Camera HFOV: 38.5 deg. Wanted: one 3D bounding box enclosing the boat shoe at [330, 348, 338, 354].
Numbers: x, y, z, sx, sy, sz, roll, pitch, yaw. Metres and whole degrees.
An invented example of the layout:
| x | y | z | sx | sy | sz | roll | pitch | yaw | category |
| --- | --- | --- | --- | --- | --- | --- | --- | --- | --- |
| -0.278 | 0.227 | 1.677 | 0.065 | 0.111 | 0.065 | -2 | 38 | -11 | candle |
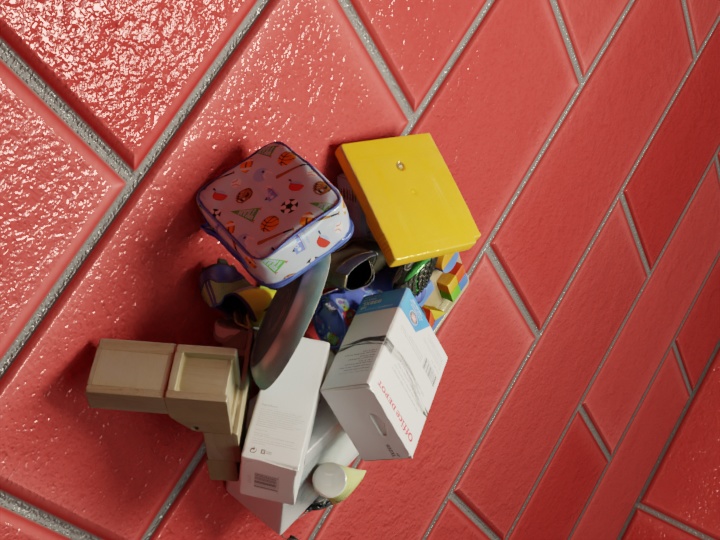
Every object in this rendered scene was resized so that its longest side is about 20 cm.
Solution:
| x | y | z | sx | sy | sz | roll | pitch | yaw | category |
| --- | --- | --- | --- | --- | --- | --- | --- | --- | --- |
| -0.011 | 0.171 | 1.635 | 0.065 | 0.072 | 0.201 | -20 | 137 | -16 | boat shoe |

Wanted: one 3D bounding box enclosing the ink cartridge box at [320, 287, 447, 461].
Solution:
| x | y | z | sx | sy | sz | roll | pitch | yaw | category |
| --- | --- | --- | --- | --- | --- | --- | --- | --- | --- |
| 0.037 | 0.147 | 1.459 | 0.145 | 0.083 | 0.200 | 61 | 35 | -29 | ink cartridge box |

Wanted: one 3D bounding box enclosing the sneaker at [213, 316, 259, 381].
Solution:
| x | y | z | sx | sy | sz | roll | pitch | yaw | category |
| --- | --- | --- | --- | --- | --- | --- | --- | --- | --- |
| -0.149 | 0.127 | 1.489 | 0.200 | 0.075 | 0.082 | 37 | 77 | -55 | sneaker |

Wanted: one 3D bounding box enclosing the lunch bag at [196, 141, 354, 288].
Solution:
| x | y | z | sx | sy | sz | roll | pitch | yaw | category |
| --- | --- | --- | --- | --- | --- | --- | --- | --- | --- |
| -0.116 | -0.072 | 1.321 | 0.160 | 0.200 | 0.076 | -38 | 136 | -11 | lunch bag |

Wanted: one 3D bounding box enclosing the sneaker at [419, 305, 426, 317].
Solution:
| x | y | z | sx | sy | sz | roll | pitch | yaw | category |
| --- | --- | --- | --- | --- | --- | --- | --- | --- | --- |
| 0.039 | 0.122 | 1.709 | 0.200 | 0.067 | 0.090 | -45 | 164 | 21 | sneaker |

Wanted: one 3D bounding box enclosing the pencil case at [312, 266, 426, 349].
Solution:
| x | y | z | sx | sy | sz | roll | pitch | yaw | category |
| --- | --- | --- | --- | --- | --- | --- | --- | --- | --- |
| 0.011 | 0.047 | 1.581 | 0.200 | 0.087 | 0.078 | -26 | 171 | -41 | pencil case |

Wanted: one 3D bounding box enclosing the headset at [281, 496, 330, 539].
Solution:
| x | y | z | sx | sy | sz | roll | pitch | yaw | category |
| --- | --- | --- | --- | --- | --- | --- | --- | --- | --- |
| -0.075 | 0.360 | 1.699 | 0.124 | 0.094 | 0.201 | 44 | 61 | -53 | headset |

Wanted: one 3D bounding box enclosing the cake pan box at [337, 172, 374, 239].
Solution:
| x | y | z | sx | sy | sz | roll | pitch | yaw | category |
| --- | --- | --- | --- | --- | --- | --- | --- | --- | --- |
| 0.041 | -0.090 | 1.650 | 0.184 | 0.052 | 0.201 | -29 | 130 | -39 | cake pan box |

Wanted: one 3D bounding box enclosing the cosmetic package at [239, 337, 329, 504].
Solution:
| x | y | z | sx | sy | sz | roll | pitch | yaw | category |
| --- | --- | --- | --- | --- | --- | --- | --- | --- | --- |
| -0.102 | 0.198 | 1.392 | 0.113 | 0.081 | 0.201 | 100 | 4 | -53 | cosmetic package |

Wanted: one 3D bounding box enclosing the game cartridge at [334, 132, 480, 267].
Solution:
| x | y | z | sx | sy | sz | roll | pitch | yaw | category |
| --- | --- | --- | --- | --- | --- | --- | --- | --- | --- |
| 0.073 | -0.109 | 1.544 | 0.176 | 0.201 | 0.032 | -12 | 160 | -35 | game cartridge |

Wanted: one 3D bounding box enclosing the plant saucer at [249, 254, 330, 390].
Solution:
| x | y | z | sx | sy | sz | roll | pitch | yaw | category |
| --- | --- | --- | --- | --- | --- | --- | --- | --- | --- |
| -0.096 | 0.057 | 1.332 | 0.027 | 0.200 | 0.201 | 26 | 86 | -14 | plant saucer |

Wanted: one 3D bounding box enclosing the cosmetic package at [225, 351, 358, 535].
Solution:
| x | y | z | sx | sy | sz | roll | pitch | yaw | category |
| --- | --- | --- | --- | --- | --- | --- | --- | --- | --- |
| -0.093 | 0.253 | 1.548 | 0.199 | 0.123 | 0.200 | -42 | 157 | -32 | cosmetic package |

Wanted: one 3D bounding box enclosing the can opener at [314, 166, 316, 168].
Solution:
| x | y | z | sx | sy | sz | roll | pitch | yaw | category |
| --- | --- | --- | --- | --- | --- | --- | --- | --- | --- |
| -0.057 | -0.065 | 1.533 | 0.200 | 0.067 | 0.053 | 59 | 40 | -34 | can opener |

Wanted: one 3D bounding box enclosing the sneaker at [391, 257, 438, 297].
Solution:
| x | y | z | sx | sy | sz | roll | pitch | yaw | category |
| --- | --- | --- | --- | --- | --- | --- | --- | --- | --- |
| 0.082 | -0.037 | 1.593 | 0.078 | 0.085 | 0.200 | 102 | 8 | -48 | sneaker |

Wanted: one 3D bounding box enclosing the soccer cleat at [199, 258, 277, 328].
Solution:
| x | y | z | sx | sy | sz | roll | pitch | yaw | category |
| --- | --- | --- | --- | --- | --- | --- | --- | --- | --- |
| -0.151 | 0.054 | 1.432 | 0.065 | 0.084 | 0.200 | -28 | 145 | 22 | soccer cleat |

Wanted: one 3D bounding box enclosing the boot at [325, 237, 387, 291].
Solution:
| x | y | z | sx | sy | sz | roll | pitch | yaw | category |
| --- | --- | --- | --- | --- | --- | --- | --- | --- | --- |
| 0.000 | 0.000 | 1.490 | 0.199 | 0.097 | 0.075 | -11 | 113 | -47 | boot |

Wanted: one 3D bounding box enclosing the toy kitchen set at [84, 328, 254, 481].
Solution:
| x | y | z | sx | sy | sz | roll | pitch | yaw | category |
| --- | --- | --- | --- | --- | --- | --- | --- | --- | --- |
| -0.237 | 0.151 | 1.356 | 0.200 | 0.179 | 0.164 | 92 | 3 | -50 | toy kitchen set |

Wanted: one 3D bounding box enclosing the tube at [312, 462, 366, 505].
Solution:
| x | y | z | sx | sy | sz | roll | pitch | yaw | category |
| --- | --- | --- | --- | --- | --- | --- | --- | --- | --- |
| -0.029 | 0.322 | 1.555 | 0.200 | 0.058 | 0.052 | 66 | 20 | -73 | tube |

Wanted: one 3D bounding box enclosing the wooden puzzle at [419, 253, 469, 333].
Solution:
| x | y | z | sx | sy | sz | roll | pitch | yaw | category |
| --- | --- | --- | --- | --- | --- | --- | --- | --- | --- |
| 0.129 | 0.027 | 1.833 | 0.186 | 0.046 | 0.200 | -53 | 142 | -20 | wooden puzzle |
